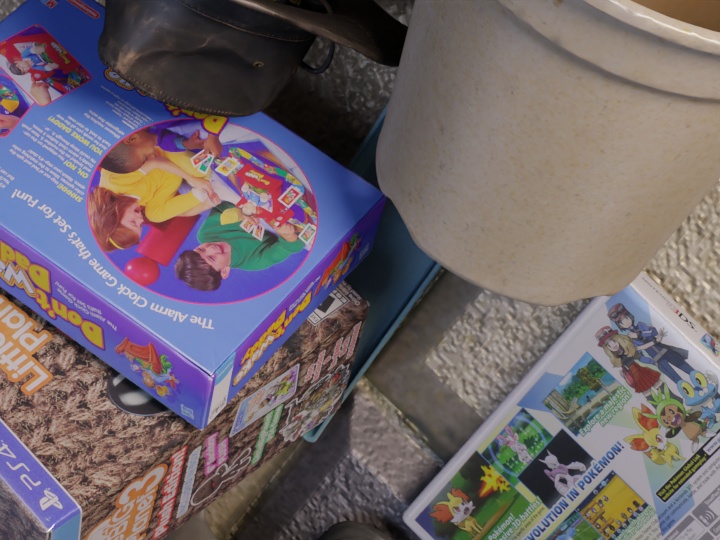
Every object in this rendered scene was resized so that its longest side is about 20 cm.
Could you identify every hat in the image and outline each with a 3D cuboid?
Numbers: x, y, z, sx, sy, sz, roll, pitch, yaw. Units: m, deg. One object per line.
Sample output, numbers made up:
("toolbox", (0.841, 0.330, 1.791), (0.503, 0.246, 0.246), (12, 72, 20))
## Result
("hat", (-0.074, -0.119, 0.887), (0.200, 0.201, 0.081), (38, 108, 13))

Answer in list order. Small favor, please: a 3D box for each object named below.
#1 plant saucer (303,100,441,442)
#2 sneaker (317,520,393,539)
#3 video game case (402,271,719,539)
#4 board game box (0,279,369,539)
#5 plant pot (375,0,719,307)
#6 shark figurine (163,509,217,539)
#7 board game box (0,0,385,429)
("plant saucer", (0.000, 0.000, 1.007), (0.070, 0.019, 0.200), (42, 123, 11))
("sneaker", (-0.040, 0.227, 1.072), (0.076, 0.091, 0.200), (27, 122, 9))
("video game case", (0.138, 0.124, 0.970), (0.182, 0.022, 0.200), (44, 125, 9))
("board game box", (-0.125, 0.041, 0.956), (0.159, 0.200, 0.097), (43, 148, 19))
("plant pot", (0.096, -0.091, 0.825), (0.200, 0.200, 0.184), (37, 134, 14))
("shark figurine", (-0.125, 0.133, 1.113), (0.214, 0.128, 0.090), (19, 92, 43))
("board game box", (-0.109, -0.036, 0.916), (0.200, 0.134, 0.045), (35, 145, 14))
